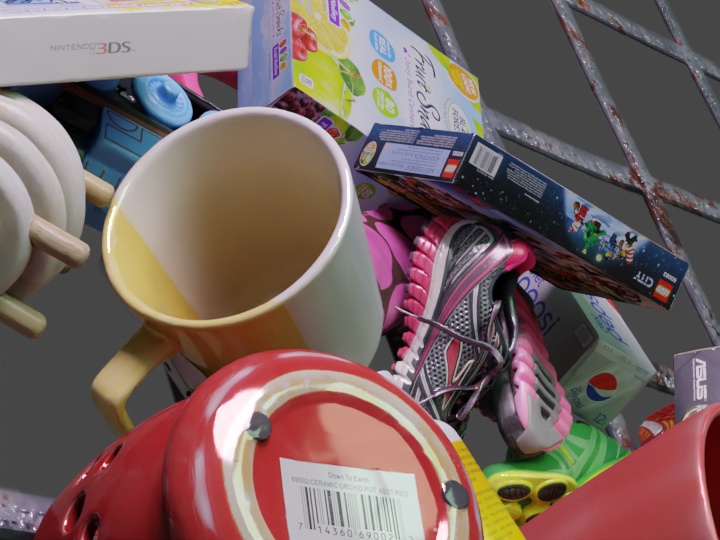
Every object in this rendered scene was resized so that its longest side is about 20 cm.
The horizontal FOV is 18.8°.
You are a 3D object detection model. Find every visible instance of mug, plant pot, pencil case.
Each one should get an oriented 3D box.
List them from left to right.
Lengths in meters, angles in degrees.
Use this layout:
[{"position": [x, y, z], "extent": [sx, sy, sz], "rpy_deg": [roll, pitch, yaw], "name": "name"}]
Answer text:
[{"position": [-0.072, 0.015, 1.283], "extent": [0.153, 0.186, 0.150], "rpy_deg": [62, 6, -54], "name": "mug"}, {"position": [-0.048, 0.147, 1.110], "extent": [0.200, 0.183, 0.201], "rpy_deg": [19, 50, -24], "name": "plant pot"}, {"position": [0.000, 0.000, 1.473], "extent": [0.094, 0.090, 0.200], "rpy_deg": [63, 20, 5], "name": "pencil case"}, {"position": [0.194, 0.209, 1.410], "extent": [0.200, 0.177, 0.201], "rpy_deg": [41, 36, -38], "name": "plant pot"}]

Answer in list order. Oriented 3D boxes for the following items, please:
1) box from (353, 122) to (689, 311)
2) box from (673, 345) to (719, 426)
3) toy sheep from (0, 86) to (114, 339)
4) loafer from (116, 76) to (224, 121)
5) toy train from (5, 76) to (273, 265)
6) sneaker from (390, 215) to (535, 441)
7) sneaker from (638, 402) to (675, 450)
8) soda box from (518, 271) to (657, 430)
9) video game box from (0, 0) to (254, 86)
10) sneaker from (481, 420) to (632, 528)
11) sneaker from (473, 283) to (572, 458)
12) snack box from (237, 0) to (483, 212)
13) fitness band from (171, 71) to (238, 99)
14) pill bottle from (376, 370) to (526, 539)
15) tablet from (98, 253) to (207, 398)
[{"position": [0.110, -0.037, 1.494], "extent": [0.199, 0.038, 0.136], "rpy_deg": [29, -8, -28], "name": "box"}, {"position": [0.279, 0.182, 1.631], "extent": [0.161, 0.049, 0.201], "rpy_deg": [49, 36, -47], "name": "box"}, {"position": [-0.212, -0.040, 1.207], "extent": [0.138, 0.138, 0.200], "rpy_deg": [43, 14, -13], "name": "toy sheep"}, {"position": [-0.152, -0.123, 1.446], "extent": [0.200, 0.070, 0.068], "rpy_deg": [38, 30, -22], "name": "loafer"}, {"position": [-0.142, -0.067, 1.368], "extent": [0.199, 0.087, 0.115], "rpy_deg": [28, 36, -27], "name": "toy train"}, {"position": [0.062, 0.066, 1.441], "extent": [0.081, 0.074, 0.201], "rpy_deg": [5, 94, -68], "name": "sneaker"}, {"position": [0.241, 0.162, 1.675], "extent": [0.077, 0.073, 0.200], "rpy_deg": [59, 31, -4], "name": "sneaker"}, {"position": [0.148, 0.029, 1.657], "extent": [0.068, 0.063, 0.200], "rpy_deg": [30, 20, -33], "name": "soda box"}, {"position": [-0.194, -0.151, 1.285], "extent": [0.199, 0.047, 0.182], "rpy_deg": [-8, 19, -36], "name": "video game box"}, {"position": [0.125, 0.146, 1.540], "extent": [0.084, 0.074, 0.200], "rpy_deg": [42, 21, 23], "name": "sneaker"}, {"position": [0.085, 0.072, 1.531], "extent": [0.079, 0.095, 0.200], "rpy_deg": [55, 12, -32], "name": "sneaker"}, {"position": [0.003, -0.121, 1.596], "extent": [0.200, 0.068, 0.169], "rpy_deg": [33, 35, -31], "name": "snack box"}, {"position": [-0.058, -0.092, 1.581], "extent": [0.200, 0.037, 0.144], "rpy_deg": [33, 33, -26], "name": "fitness band"}, {"position": [0.040, 0.164, 1.345], "extent": [0.201, 0.104, 0.104], "rpy_deg": [58, 29, 12], "name": "pill bottle"}, {"position": [-0.081, 0.028, 1.430], "extent": [0.130, 0.014, 0.200], "rpy_deg": [56, 29, 9], "name": "tablet"}]
